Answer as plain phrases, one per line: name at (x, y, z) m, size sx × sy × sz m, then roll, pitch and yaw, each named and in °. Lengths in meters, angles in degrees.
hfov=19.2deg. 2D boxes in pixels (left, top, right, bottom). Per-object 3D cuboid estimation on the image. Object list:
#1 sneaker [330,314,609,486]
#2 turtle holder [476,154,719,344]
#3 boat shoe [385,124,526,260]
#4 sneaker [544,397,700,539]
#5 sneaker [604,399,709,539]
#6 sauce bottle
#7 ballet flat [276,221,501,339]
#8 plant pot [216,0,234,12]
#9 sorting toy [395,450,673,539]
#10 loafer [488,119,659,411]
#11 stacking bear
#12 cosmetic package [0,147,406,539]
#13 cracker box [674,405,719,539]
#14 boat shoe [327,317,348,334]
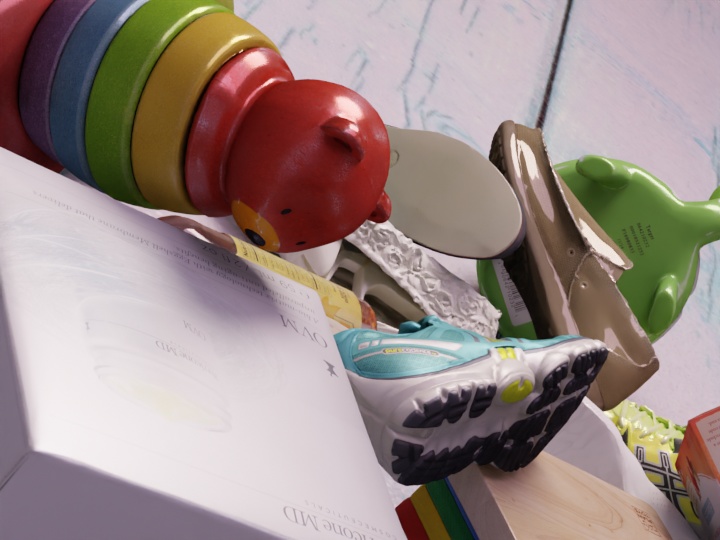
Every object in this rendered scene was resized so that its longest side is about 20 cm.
sneaker at (0.056, 0.050, 1.060) m, size 0.080 × 0.078 × 0.200 m, roll 42°, pitch 23°, yaw 29°
turtle holder at (0.170, -0.018, 1.440) m, size 0.141 × 0.186 × 0.132 m, roll 43°, pitch 9°, yaw 10°
boat shoe at (0.027, -0.052, 1.352) m, size 0.199 × 0.071 × 0.063 m, roll 25°, pitch -16°, yaw 33°
sneaker at (0.154, 0.146, 1.282) m, size 0.200 × 0.075 × 0.088 m, roll 52°, pitch 14°, yaw 5°
sneaker at (0.198, 0.121, 1.367) m, size 0.200 × 0.076 × 0.075 m, roll 37°, pitch 25°, yaw -5°
sauce bottle at (-0.082, 0.011, 1.141) m, size 0.199 × 0.066 × 0.066 m, roll 23°, pitch 29°, yaw -32°
ballet flat at (0.000, 0.000, 1.293) m, size 0.200 × 0.072 × 0.072 m, roll 35°, pitch 24°, yaw -11°
plant pot at (-0.173, -0.160, 1.168) m, size 0.193 × 0.200 × 0.201 m, roll 27°, pitch 24°, yaw -56°
sorting toy at (0.117, 0.191, 1.110) m, size 0.200 × 0.070 × 0.199 m, roll 29°, pitch 25°, yaw -44°
loafer at (0.132, -0.003, 1.344) m, size 0.076 × 0.067 × 0.201 m, roll 115°, pitch -40°, yaw -73°
stacking bear at (-0.077, -0.071, 0.995) m, size 0.199 × 0.114 × 0.122 m, roll 23°, pitch -29°, yaw 25°
cosmetic package at (-0.103, 0.077, 0.914) m, size 0.199 × 0.123 × 0.200 m, roll 25°, pitch 29°, yaw -34°
cracker box at (0.251, 0.180, 1.239) m, size 0.134 × 0.057 × 0.201 m, roll 73°, pitch -7°, yaw -73°
boat shoe at (-0.058, 0.055, 1.098) m, size 0.199 × 0.059 × 0.072 m, roll 24°, pitch 40°, yaw -32°
